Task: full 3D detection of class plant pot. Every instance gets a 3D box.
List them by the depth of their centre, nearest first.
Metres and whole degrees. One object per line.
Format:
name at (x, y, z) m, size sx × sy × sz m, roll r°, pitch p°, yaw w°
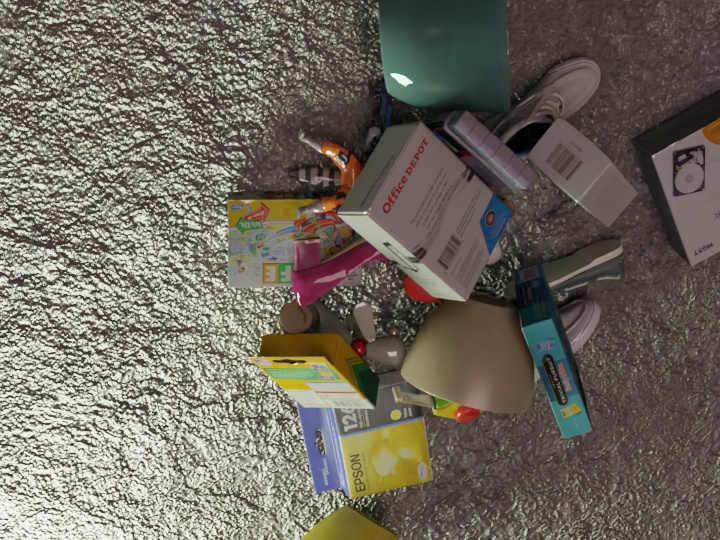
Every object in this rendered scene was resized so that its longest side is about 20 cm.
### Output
plant pot at (0.106, -0.299, 1.258) m, size 0.157 × 0.202 × 0.205 m, roll -4°, pitch 116°, yaw 6°
plant pot at (0.168, 0.107, 1.429) m, size 0.196 × 0.200 × 0.137 m, roll 11°, pitch 98°, yaw -15°
plant pot at (-0.015, 0.470, 1.602) m, size 0.198 × 0.199 × 0.144 m, roll 33°, pitch 81°, yaw -21°

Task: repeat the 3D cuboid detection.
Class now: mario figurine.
mario figurine at (0.133, -0.042, 1.454) m, size 0.201 × 0.123 × 0.106 m, roll -49°, pitch 156°, yaw 5°

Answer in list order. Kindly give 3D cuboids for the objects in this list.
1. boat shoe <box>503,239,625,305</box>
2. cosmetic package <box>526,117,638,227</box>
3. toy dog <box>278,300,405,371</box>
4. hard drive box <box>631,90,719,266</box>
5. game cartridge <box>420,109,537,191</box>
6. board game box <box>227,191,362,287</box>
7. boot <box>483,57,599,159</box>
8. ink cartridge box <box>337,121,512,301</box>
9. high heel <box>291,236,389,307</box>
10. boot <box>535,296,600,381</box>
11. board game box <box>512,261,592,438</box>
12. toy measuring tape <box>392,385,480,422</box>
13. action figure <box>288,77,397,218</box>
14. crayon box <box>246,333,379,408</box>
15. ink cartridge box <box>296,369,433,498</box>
boat shoe at (0.315, 0.018, 1.502) m, size 0.197 × 0.073 × 0.063 m, roll -23°, pitch 113°, yaw -5°
cosmetic package at (0.311, -0.132, 1.358) m, size 0.074 × 0.102 × 0.199 m, roll -49°, pitch 157°, yaw 13°
toy dog at (-0.031, 0.074, 1.457) m, size 0.197 × 0.131 × 0.098 m, roll 20°, pitch 71°, yaw -22°
hard drive box at (0.515, -0.136, 1.463) m, size 0.154 × 0.077 × 0.202 m, roll -28°, pitch 116°, yaw 4°
game cartridge at (0.143, -0.156, 1.289) m, size 0.129 × 0.200 × 0.039 m, roll 35°, pitch 88°, yaw -13°
board game box at (-0.094, -0.045, 1.421) m, size 0.195 × 0.034 × 0.137 m, roll -1°, pitch 115°, yaw -9°
boot at (0.259, -0.214, 1.363) m, size 0.199 × 0.096 × 0.074 m, roll -37°, pitch 115°, yaw 8°
ink cartridge box at (0.087, -0.077, 1.303) m, size 0.199 × 0.084 × 0.148 m, roll 39°, pitch 73°, yaw -27°
high heel at (0.000, 0.000, 1.391) m, size 0.195 × 0.067 × 0.098 m, roll -3°, pitch 97°, yaw -4°
boot at (0.276, 0.100, 1.529) m, size 0.095 × 0.074 × 0.200 m, roll 37°, pitch 105°, yaw -30°
board game box at (0.275, 0.114, 1.418) m, size 0.046 × 0.152 × 0.203 m, roll -18°, pitch 117°, yaw 14°
toy measuring tape at (0.137, 0.192, 1.531) m, size 0.198 × 0.074 × 0.074 m, roll 19°, pitch 112°, yaw -42°
action figure at (0.001, -0.160, 1.371) m, size 0.189 × 0.104 × 0.205 m, roll 0°, pitch 84°, yaw -20°
crayon box at (-0.064, 0.142, 1.427) m, size 0.123 × 0.053 × 0.200 m, roll -2°, pitch 152°, yaw 23°
ink cartridge box at (0.009, 0.269, 1.578) m, size 0.196 × 0.047 × 0.201 m, roll -13°, pitch 117°, yaw -6°
